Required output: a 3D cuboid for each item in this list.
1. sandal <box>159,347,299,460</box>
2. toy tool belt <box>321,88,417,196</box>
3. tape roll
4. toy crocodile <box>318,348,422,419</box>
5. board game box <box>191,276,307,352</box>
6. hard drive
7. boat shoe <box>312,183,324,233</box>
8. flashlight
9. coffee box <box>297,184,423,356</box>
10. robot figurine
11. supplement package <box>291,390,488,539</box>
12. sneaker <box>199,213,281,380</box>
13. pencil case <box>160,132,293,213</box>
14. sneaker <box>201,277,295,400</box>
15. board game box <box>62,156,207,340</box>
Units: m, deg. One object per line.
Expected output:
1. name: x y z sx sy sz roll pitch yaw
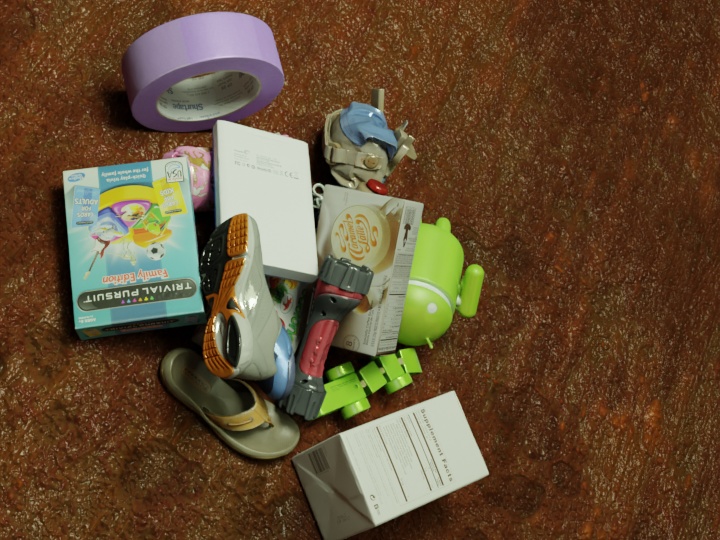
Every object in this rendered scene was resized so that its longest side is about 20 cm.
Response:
1. sandal: -0.154 0.161 1.458 0.200 0.054 0.081 40 51 -15
2. toy tool belt: 0.016 -0.170 1.649 0.124 0.123 0.200 23 22 -25
3. tape roll: -0.201 -0.250 1.526 0.199 0.200 0.066 -4 72 -37
4. toy crocodile: 0.004 0.148 1.584 0.199 0.062 0.068 -24 82 -36
5. board game box: -0.126 0.039 1.551 0.126 0.035 0.201 34 53 -19
6. hard drive: -0.121 -0.087 1.505 0.131 0.025 0.201 12 56 -29
7. boat shoe: -0.058 -0.072 1.599 0.199 0.068 0.074 -6 58 -52
8. flashlight: -0.044 0.084 1.477 0.068 0.068 0.201 19 95 13
9. coffee box: 0.000 0.000 1.539 0.080 0.114 0.202 2 100 -69
10. robot figurine: 0.079 0.017 1.653 0.174 0.116 0.201 13 53 3
11. supplement package: 0.038 0.247 1.513 0.199 0.121 0.120 -15 77 -40
12. sneaker: -0.133 0.035 1.395 0.092 0.075 0.201 24 62 -49
13. pencil case: -0.166 -0.127 1.571 0.199 0.083 0.087 -13 64 -38
14. sneaker: -0.144 0.071 1.455 0.082 0.074 0.201 -11 67 -39
15. board game box: -0.269 -0.028 1.425 0.150 0.047 0.201 -8 70 -6
